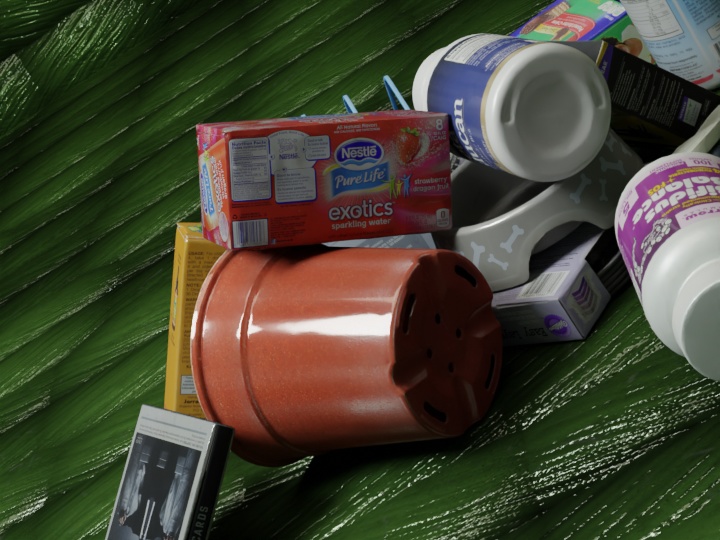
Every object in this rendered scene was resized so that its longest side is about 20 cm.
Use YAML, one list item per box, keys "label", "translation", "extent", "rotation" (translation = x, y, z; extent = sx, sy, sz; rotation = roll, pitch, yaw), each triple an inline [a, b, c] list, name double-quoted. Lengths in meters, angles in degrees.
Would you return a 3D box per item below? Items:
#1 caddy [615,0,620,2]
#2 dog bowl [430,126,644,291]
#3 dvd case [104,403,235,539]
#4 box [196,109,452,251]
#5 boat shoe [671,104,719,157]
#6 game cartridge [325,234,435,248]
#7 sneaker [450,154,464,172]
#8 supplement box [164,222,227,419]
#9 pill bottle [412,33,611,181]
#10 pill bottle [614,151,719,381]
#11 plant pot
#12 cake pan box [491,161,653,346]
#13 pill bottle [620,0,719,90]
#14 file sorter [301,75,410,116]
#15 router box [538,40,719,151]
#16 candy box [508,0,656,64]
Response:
- label: "caddy"
  translation: [0.311, -0.314, 1.681]
  extent: [0.105, 0.142, 0.200]
  rotation: [-36, 20, -15]
- label: "dog bowl"
  translation: [0.145, -0.067, 1.392]
  extent: [0.199, 0.059, 0.200]
  rotation: [-29, 23, 14]
- label: "dvd case"
  translation: [-0.168, 0.216, 1.312]
  extent: [0.150, 0.025, 0.201]
  rotation: [3, 76, 59]
- label: "box"
  translation: [-0.030, -0.078, 1.337]
  extent: [0.199, 0.100, 0.095]
  rotation: [-6, 11, -20]
- label: "boat shoe"
  translation: [0.327, -0.115, 1.343]
  extent: [0.200, 0.062, 0.075]
  rotation: [-41, 4, -38]
- label: "game cartridge"
  translation: [0.000, 0.000, 1.501]
  extent: [0.199, 0.134, 0.040]
  rotation: [-33, 16, 4]
- label: "sneaker"
  translation: [0.041, -0.092, 1.700]
  extent: [0.078, 0.082, 0.200]
  rotation: [-6, 35, 51]
- label: "supplement box"
  translation: [-0.147, 0.059, 1.520]
  extent: [0.068, 0.201, 0.067]
  rotation: [-1, 15, -15]
- label: "pill bottle"
  translation: [0.119, -0.143, 1.357]
  extent: [0.111, 0.111, 0.200]
  rotation: [-39, 22, -9]
- label: "pill bottle"
  translation: [0.252, -0.002, 1.157]
  extent: [0.112, 0.113, 0.200]
  rotation: [-31, 22, 12]
- label: "plant pot"
  translation: [-0.002, 0.062, 1.319]
  extent: [0.194, 0.201, 0.201]
  rotation: [-5, 36, 40]
- label: "cake pan box"
  translation: [0.158, -0.010, 1.401]
  extent: [0.199, 0.052, 0.184]
  rotation: [-11, 34, 48]
- label: "pill bottle"
  translation: [0.301, -0.277, 1.533]
  extent: [0.108, 0.200, 0.109]
  rotation: [-29, 22, 13]
- label: "file sorter"
  translation: [-0.023, -0.082, 1.576]
  extent: [0.199, 0.123, 0.139]
  rotation: [-25, 44, -3]
- label: "router box"
  translation: [0.221, -0.160, 1.468]
  extent: [0.200, 0.156, 0.053]
  rotation: [17, 88, 65]
- label: "candy box"
  translation: [0.197, -0.210, 1.719]
  extent: [0.200, 0.077, 0.169]
  rotation: [-37, 22, -1]
